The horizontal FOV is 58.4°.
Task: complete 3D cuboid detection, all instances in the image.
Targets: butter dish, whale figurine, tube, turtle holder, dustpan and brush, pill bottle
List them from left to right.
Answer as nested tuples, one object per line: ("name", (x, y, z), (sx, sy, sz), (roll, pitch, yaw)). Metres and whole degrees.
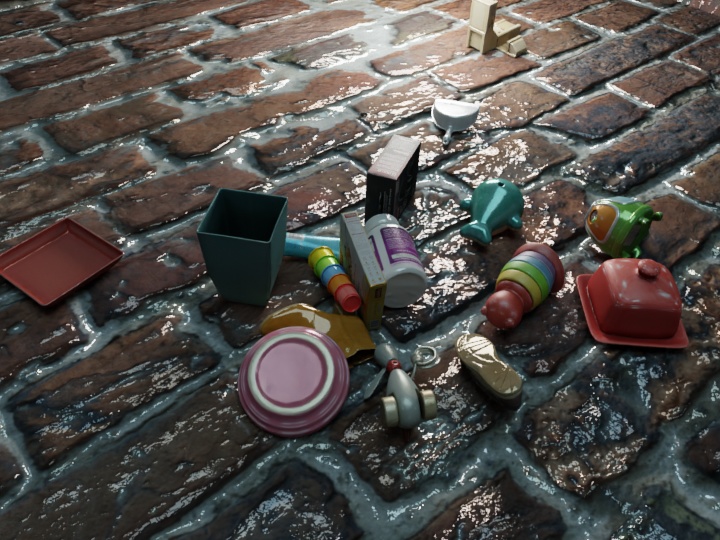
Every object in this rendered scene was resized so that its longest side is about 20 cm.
("tube", (-0.081, -0.049, 1.426), (0.198, 0.051, 0.078), (7, 58, -4))
("pill bottle", (0.065, -0.027, 1.361), (0.111, 0.113, 0.201), (-6, 44, -10))
("dustpan and brush", (0.261, -0.424, 1.850), (0.139, 0.058, 0.200), (12, 37, 11))
("whale figurine", (0.306, -0.142, 1.506), (0.158, 0.104, 0.200), (25, 47, 21))
("turtle holder", (0.597, -0.110, 1.466), (0.185, 0.142, 0.132), (-32, 52, -31))
("butter dish", (0.559, 0.042, 1.296), (0.198, 0.148, 0.200), (4, 42, 1))

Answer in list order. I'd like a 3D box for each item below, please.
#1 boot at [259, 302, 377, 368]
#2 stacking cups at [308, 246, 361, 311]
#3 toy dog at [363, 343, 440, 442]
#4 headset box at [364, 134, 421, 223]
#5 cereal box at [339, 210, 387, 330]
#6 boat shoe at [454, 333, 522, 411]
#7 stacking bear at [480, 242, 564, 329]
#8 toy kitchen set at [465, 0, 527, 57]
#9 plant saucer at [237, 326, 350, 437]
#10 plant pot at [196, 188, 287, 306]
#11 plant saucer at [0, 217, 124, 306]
("boot", (-0.077, 0.129, 1.213), (0.200, 0.071, 0.144), (-10, 42, -22))
("stacking cups", (-0.047, 0.015, 1.308), (0.060, 0.061, 0.200), (-14, 30, -18))
("toy dog", (0.070, 0.220, 1.134), (0.131, 0.097, 0.200), (6, 28, 6))
("headset box", (0.073, -0.203, 1.523), (0.077, 0.150, 0.200), (16, 43, 14))
("cereal box", (0.000, 0.000, 1.291), (0.039, 0.144, 0.201), (-11, 50, -14))
("boat shoe", (0.233, 0.185, 1.183), (0.072, 0.065, 0.200), (-21, 29, -12))
("stacking bear", (0.323, 0.042, 1.314), (0.121, 0.114, 0.200), (28, 53, 24))
("toy kitchen set", (0.499, -0.853, 2.221), (0.199, 0.181, 0.163), (-32, 55, -27))
("plant saucer", (-0.118, 0.186, 1.126), (0.199, 0.051, 0.202), (-1, 61, 1))
("plant pot", (-0.227, -0.034, 1.284), (0.140, 0.201, 0.142), (9, 43, 5))
("plant saucer", (-0.635, -0.014, 1.355), (0.199, 0.037, 0.200), (28, 48, 23))
